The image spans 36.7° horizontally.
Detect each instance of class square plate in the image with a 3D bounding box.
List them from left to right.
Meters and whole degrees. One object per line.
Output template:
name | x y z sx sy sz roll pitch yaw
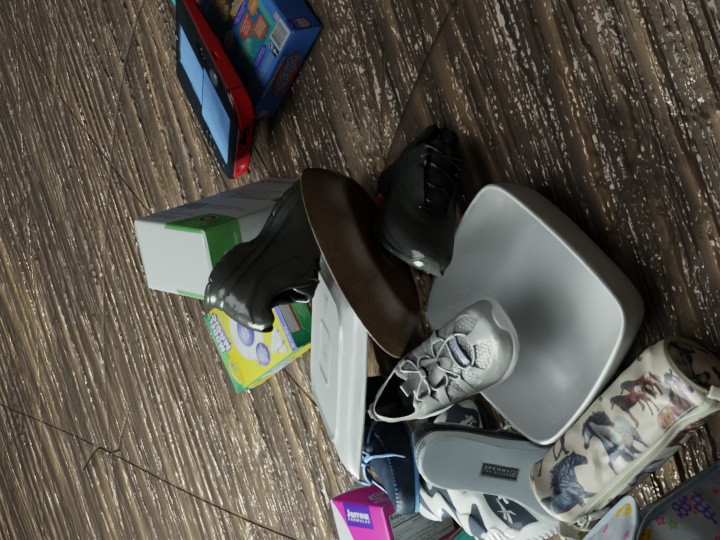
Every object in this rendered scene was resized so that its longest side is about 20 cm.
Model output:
square plate | -0.026 0.086 1.151 0.200 0.028 0.201 -123 32 -67

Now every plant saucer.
plant saucer | 0.008 -0.016 1.036 0.036 0.200 0.202 -27 81 14

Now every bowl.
bowl | 0.165 0.036 1.006 0.200 0.074 0.201 49 135 27

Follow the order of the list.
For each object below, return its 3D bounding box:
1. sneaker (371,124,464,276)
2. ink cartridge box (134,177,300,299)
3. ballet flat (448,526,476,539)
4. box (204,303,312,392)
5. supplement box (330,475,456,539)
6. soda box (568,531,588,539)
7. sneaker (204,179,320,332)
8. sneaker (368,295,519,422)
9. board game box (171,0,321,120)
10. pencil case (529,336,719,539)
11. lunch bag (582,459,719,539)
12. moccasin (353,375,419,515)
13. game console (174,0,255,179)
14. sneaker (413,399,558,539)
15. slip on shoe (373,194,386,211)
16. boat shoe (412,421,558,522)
sneaker | 0.060 -0.073 1.028 0.091 0.075 0.201 -56 22 29
ink cartridge box | -0.131 -0.041 1.234 0.145 0.199 0.085 8 114 48
ballet flat | 0.101 0.339 1.162 0.068 0.200 0.067 38 172 18
box | -0.136 0.078 1.409 0.200 0.048 0.118 -40 73 51
supplement box | 0.053 0.342 1.242 0.101 0.103 0.202 -9 96 52
soda box | 0.213 0.366 1.088 0.067 0.064 0.202 30 126 40
sneaker | -0.069 -0.016 1.117 0.090 0.200 0.076 35 159 12
sneaker | 0.077 0.097 1.015 0.075 0.081 0.200 57 141 17
board game box | -0.138 -0.301 1.261 0.201 0.045 0.152 57 140 17
pencil case | 0.232 0.142 0.926 0.201 0.077 0.090 -52 31 29
lunch bag | 0.239 0.266 0.909 0.127 0.199 0.170 51 138 22
moccasin | 0.018 0.195 1.189 0.200 0.067 0.081 -113 23 -60
game console | -0.181 -0.216 1.301 0.178 0.031 0.200 59 162 12
sneaker | 0.124 0.198 1.116 0.198 0.079 0.131 7 115 56
slip on shoe | 0.000 0.000 1.202 0.074 0.061 0.201 46 136 26
boat shoe | 0.144 0.187 1.040 0.068 0.197 0.074 -110 31 -74
